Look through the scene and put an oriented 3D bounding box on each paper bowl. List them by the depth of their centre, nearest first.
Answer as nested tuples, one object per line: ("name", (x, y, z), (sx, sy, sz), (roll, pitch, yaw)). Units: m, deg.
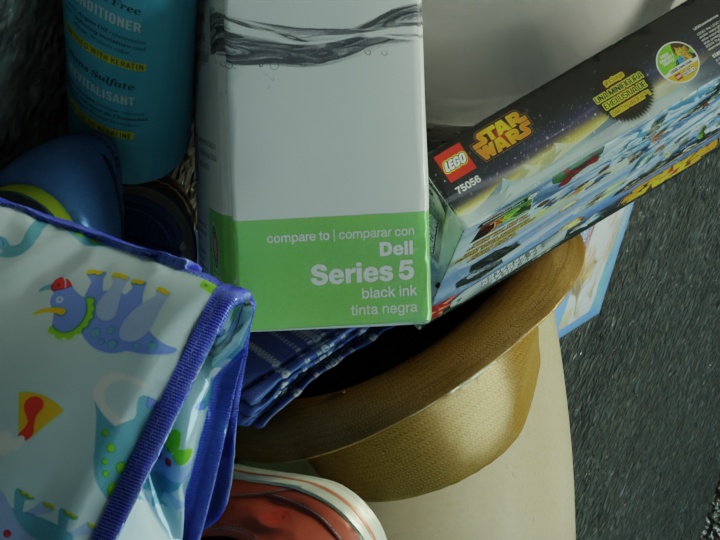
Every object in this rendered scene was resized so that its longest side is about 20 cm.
("paper bowl", (0.052, -0.158, 1.335), (0.104, 0.200, 0.201), (61, 51, -76))

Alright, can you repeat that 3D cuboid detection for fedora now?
("fedora", (0.024, 0.047, 1.393), (0.201, 0.200, 0.082), (-54, 127, -44))

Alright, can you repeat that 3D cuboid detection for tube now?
("tube", (-0.090, -0.113, 1.171), (0.050, 0.077, 0.200), (-56, 164, -32))

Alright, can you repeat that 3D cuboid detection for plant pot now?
("plant pot", (0.028, 0.057, 1.529), (0.187, 0.187, 0.201), (19, 77, -75))

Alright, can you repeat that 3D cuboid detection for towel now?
("towel", (0.000, 0.000, 1.389), (0.200, 0.145, 0.024), (-32, 113, -15))

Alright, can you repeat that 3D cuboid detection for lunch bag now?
("lunch bag", (-0.143, 0.073, 1.033), (0.127, 0.170, 0.201), (18, 91, -75))

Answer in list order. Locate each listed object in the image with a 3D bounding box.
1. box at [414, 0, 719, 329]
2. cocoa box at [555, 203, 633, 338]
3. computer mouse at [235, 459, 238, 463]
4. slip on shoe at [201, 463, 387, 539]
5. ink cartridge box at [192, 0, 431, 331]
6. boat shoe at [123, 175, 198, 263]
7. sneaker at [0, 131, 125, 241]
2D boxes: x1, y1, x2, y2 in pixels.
("box", (0.105, -0.058, 1.282), (0.200, 0.040, 0.137), (-31, 167, -16))
("cocoa box", (0.093, -0.075, 1.727), (0.133, 0.131, 0.201), (-26, 134, -68))
("computer mouse", (-0.062, 0.106, 1.614), (0.200, 0.046, 0.141), (-50, 146, -46))
("slip on shoe", (-0.075, 0.126, 1.349), (0.061, 0.200, 0.074), (-43, 118, -35))
("ink cartridge box", (-0.024, -0.083, 1.209), (0.146, 0.084, 0.201), (-142, -130, -80))
("boat shoe", (-0.105, 0.052, 1.326), (0.072, 0.072, 0.200), (-50, 160, -68))
("sneaker", (-0.127, 0.035, 1.237), (0.078, 0.066, 0.201), (-47, 153, -53))
